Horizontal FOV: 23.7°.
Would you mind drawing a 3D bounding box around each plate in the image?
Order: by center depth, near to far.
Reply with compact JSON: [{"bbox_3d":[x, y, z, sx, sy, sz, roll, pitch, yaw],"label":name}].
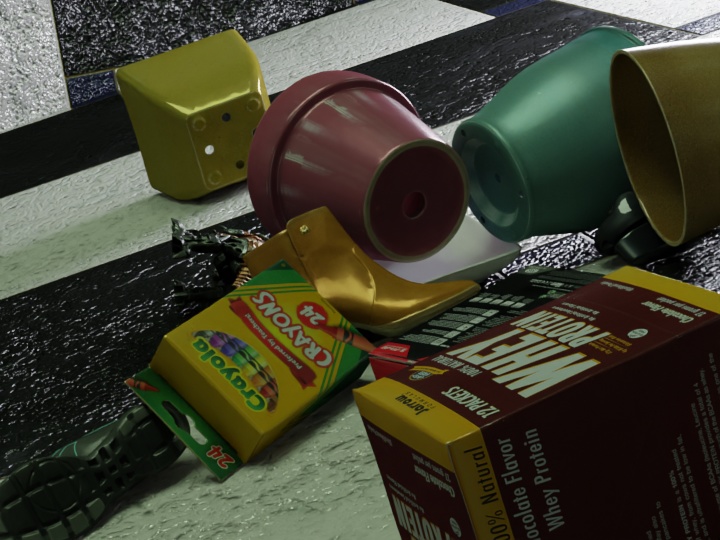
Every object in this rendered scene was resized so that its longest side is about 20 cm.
[{"bbox_3d":[0.051,0.001,1.789,0.200,0.032,0.200,-21,16,-11],"label":"plate"}]

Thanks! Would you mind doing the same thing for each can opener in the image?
[{"bbox_3d":[0.315,-0.057,1.695,0.200,0.079,0.063,-23,-21,-29],"label":"can opener"}]

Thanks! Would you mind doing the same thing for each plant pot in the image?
[{"bbox_3d":[0.354,-0.140,1.572,0.200,0.187,0.186,-17,17,-4],"label":"plant pot"},{"bbox_3d":[0.204,-0.122,1.743,0.188,0.200,0.200,-26,19,-23],"label":"plant pot"},{"bbox_3d":[0.010,-0.092,1.751,0.200,0.200,0.179,-25,28,-25],"label":"plant pot"},{"bbox_3d":[-0.211,-0.210,2.454,0.194,0.196,0.200,-22,24,-15],"label":"plant pot"}]

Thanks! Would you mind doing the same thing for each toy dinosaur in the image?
[{"bbox_3d":[-0.144,-0.011,1.930,0.136,0.102,0.200,-2,-6,-6],"label":"toy dinosaur"}]

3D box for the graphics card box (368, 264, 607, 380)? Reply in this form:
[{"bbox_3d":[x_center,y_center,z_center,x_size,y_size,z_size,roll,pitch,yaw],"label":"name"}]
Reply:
[{"bbox_3d":[0.123,0.058,1.508,0.200,0.051,0.125,-29,20,-30],"label":"graphics card box"}]

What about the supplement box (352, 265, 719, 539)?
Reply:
[{"bbox_3d":[0.134,0.131,1.015,0.200,0.197,0.133,-23,18,-18],"label":"supplement box"}]

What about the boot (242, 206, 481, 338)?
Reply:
[{"bbox_3d":[0.000,0.000,1.637,0.201,0.144,0.071,-22,-13,-6],"label":"boot"}]

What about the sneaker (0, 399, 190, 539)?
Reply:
[{"bbox_3d":[-0.237,0.182,1.471,0.200,0.075,0.079,-27,-2,-29],"label":"sneaker"}]

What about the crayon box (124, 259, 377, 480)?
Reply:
[{"bbox_3d":[-0.094,0.084,1.514,0.200,0.127,0.051,-36,-16,-44],"label":"crayon box"}]
